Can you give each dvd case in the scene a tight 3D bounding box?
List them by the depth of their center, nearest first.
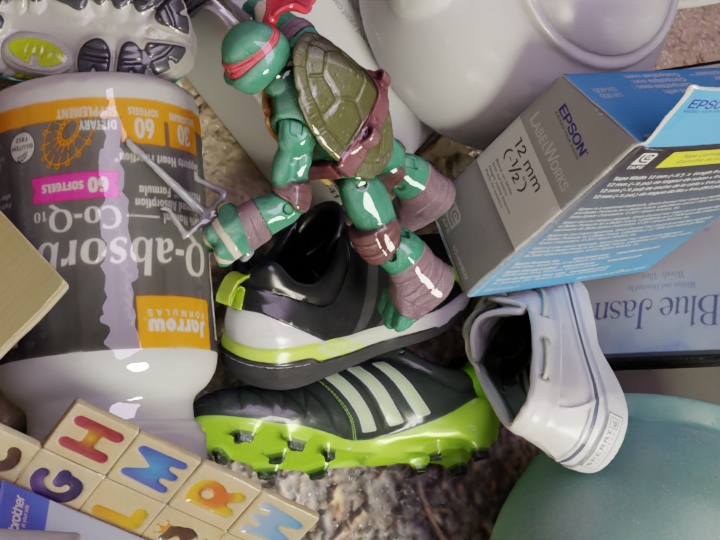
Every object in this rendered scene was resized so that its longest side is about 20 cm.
[{"bbox_3d":[0.174,-0.034,0.913,0.018,0.142,0.202,37,56,-50],"label":"dvd case"}]

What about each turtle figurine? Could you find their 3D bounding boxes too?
[{"bbox_3d":[-0.027,-0.065,0.728,0.200,0.100,0.151,42,54,-34],"label":"turtle figurine"}]

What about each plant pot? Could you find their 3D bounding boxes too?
[{"bbox_3d":[0.169,0.150,0.846,0.199,0.200,0.135,19,68,-24],"label":"plant pot"}]

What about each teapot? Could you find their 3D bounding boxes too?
[{"bbox_3d":[0.108,-0.162,0.807,0.197,0.146,0.201,46,62,-21],"label":"teapot"}]

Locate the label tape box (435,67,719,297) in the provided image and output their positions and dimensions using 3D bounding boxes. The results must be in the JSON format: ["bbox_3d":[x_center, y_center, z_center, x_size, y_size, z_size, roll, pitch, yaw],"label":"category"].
[{"bbox_3d":[0.150,-0.063,0.780,0.142,0.200,0.067,-7,65,-35],"label":"label tape box"}]

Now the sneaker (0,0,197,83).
[{"bbox_3d":[-0.186,-0.125,0.776,0.198,0.080,0.078,12,80,-6],"label":"sneaker"}]

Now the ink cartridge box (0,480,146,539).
[{"bbox_3d":[-0.142,0.174,0.716,0.199,0.120,0.042,29,31,-19],"label":"ink cartridge box"}]

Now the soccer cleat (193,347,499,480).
[{"bbox_3d":[-0.010,0.074,0.844,0.199,0.068,0.082,5,61,-30],"label":"soccer cleat"}]

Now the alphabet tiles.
[{"bbox_3d":[-0.119,0.143,0.721,0.199,0.167,0.006,29,31,-21],"label":"alphabet tiles"}]

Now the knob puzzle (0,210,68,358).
[{"bbox_3d":[-0.265,0.018,0.699,0.217,0.030,0.222,0,74,2],"label":"knob puzzle"}]

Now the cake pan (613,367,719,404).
[{"bbox_3d":[0.203,0.047,0.975,0.199,0.037,0.202,6,77,-28],"label":"cake pan"}]

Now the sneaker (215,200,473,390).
[{"bbox_3d":[0.000,0.000,0.822,0.199,0.071,0.084,-25,122,-46],"label":"sneaker"}]

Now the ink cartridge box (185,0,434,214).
[{"bbox_3d":[0.000,-0.151,0.875,0.148,0.085,0.200,51,62,-14],"label":"ink cartridge box"}]

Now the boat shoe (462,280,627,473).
[{"bbox_3d":[0.093,0.036,0.840,0.066,0.200,0.074,24,106,-20],"label":"boat shoe"}]

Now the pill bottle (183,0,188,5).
[{"bbox_3d":[-0.103,-0.244,0.823,0.112,0.112,0.201,35,66,-18],"label":"pill bottle"}]

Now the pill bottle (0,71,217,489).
[{"bbox_3d":[-0.132,0.009,0.754,0.115,0.116,0.202,-1,80,-29],"label":"pill bottle"}]

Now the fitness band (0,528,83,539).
[{"bbox_3d":[-0.178,0.179,0.671,0.198,0.145,0.038,3,36,-3],"label":"fitness band"}]
